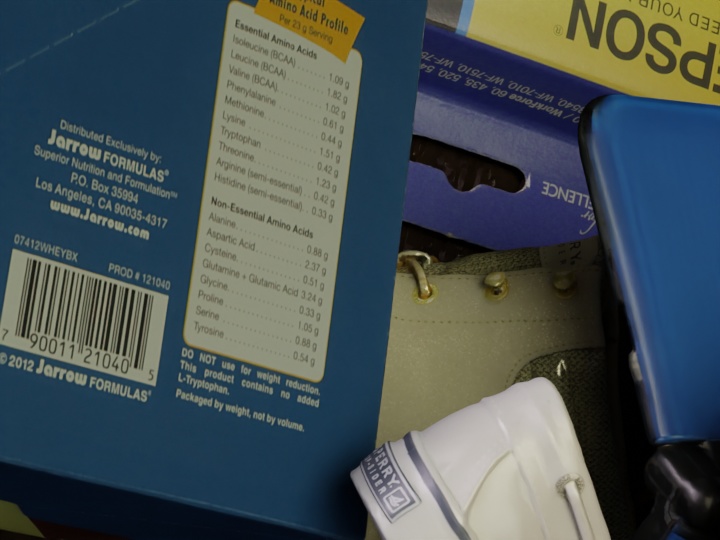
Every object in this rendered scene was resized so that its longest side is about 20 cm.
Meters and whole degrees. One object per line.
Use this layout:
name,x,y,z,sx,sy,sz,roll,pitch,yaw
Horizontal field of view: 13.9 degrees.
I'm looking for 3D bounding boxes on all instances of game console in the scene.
game console,0.119,0.053,0.903,0.200,0.171,0.118,3,38,-45

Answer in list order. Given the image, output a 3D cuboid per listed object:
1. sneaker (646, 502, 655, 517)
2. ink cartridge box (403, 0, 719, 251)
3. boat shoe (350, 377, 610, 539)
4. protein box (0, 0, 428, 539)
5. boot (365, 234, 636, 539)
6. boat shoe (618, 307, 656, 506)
sneaker,0.119,0.144,0.986,0.200,0.078,0.140,-1,83,-28
ink cartridge box,0.056,-0.110,1.013,0.197,0.047,0.200,17,72,-26
boat shoe,0.069,0.113,0.778,0.065,0.074,0.200,-31,125,0
protein box,-0.099,-0.044,0.763,0.198,0.135,0.200,18,74,-44
boot,0.000,0.000,0.906,0.154,0.072,0.200,-11,93,12
boat shoe,0.100,0.025,0.995,0.200,0.065,0.073,-32,96,-8
